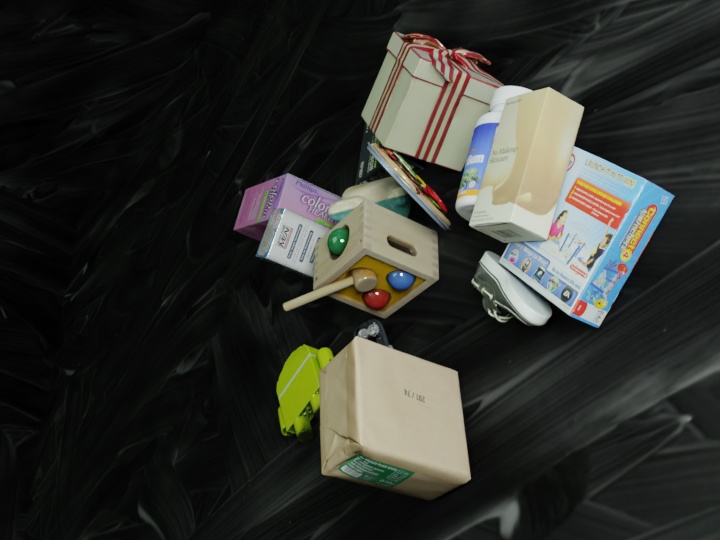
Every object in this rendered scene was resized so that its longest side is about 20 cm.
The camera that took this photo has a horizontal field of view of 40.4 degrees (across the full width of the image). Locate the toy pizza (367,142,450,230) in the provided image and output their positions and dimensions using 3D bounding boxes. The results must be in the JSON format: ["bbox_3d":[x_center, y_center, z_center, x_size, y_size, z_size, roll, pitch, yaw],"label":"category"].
[{"bbox_3d":[0.087,-0.146,1.625,0.032,0.200,0.200,-43,32,7],"label":"toy pizza"}]

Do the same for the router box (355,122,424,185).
[{"bbox_3d":[0.066,-0.264,1.883,0.150,0.062,0.201,-28,47,53],"label":"router box"}]

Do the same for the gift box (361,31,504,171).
[{"bbox_3d":[0.132,-0.293,1.675,0.188,0.183,0.200,-67,30,20],"label":"gift box"}]

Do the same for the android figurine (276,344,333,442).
[{"bbox_3d":[-0.107,0.225,1.857,0.183,0.041,0.200,-56,30,22],"label":"android figurine"}]

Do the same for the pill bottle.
[{"bbox_3d":[0.219,-0.173,1.490,0.112,0.112,0.201,-9,62,59],"label":"pill bottle"}]

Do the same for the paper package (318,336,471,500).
[{"bbox_3d":[0.049,0.218,1.416,0.103,0.199,0.192,-44,37,38],"label":"paper package"}]

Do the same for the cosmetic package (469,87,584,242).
[{"bbox_3d":[0.232,-0.145,1.369,0.105,0.071,0.201,-4,66,61],"label":"cosmetic package"}]

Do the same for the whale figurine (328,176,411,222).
[{"bbox_3d":[0.017,-0.103,1.743,0.158,0.200,0.105,-12,98,23],"label":"whale figurine"}]

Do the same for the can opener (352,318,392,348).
[{"bbox_3d":[0.033,0.162,1.652,0.063,0.079,0.201,-21,42,1],"label":"can opener"}]

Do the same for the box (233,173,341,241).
[{"bbox_3d":[-0.132,-0.106,2.000,0.200,0.175,0.097,-11,60,57],"label":"box"}]

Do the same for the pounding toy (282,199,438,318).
[{"bbox_3d":[0.000,0.000,1.660,0.184,0.199,0.143,-39,39,43],"label":"pounding toy"}]

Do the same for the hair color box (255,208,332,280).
[{"bbox_3d":[-0.086,-0.036,1.839,0.060,0.199,0.101,10,78,62],"label":"hair color box"}]

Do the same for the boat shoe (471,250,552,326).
[{"bbox_3d":[0.212,0.040,1.400,0.064,0.070,0.200,-59,21,14],"label":"boat shoe"}]

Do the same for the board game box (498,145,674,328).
[{"bbox_3d":[0.298,-0.053,1.322,0.197,0.056,0.200,-62,28,10],"label":"board game box"}]
